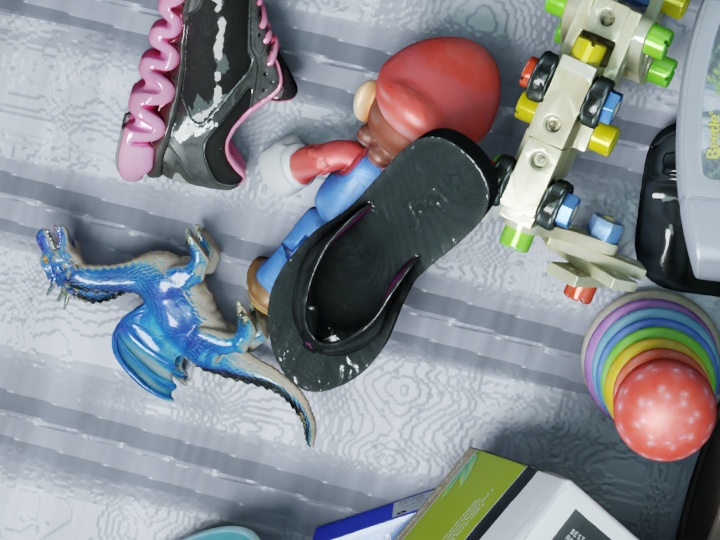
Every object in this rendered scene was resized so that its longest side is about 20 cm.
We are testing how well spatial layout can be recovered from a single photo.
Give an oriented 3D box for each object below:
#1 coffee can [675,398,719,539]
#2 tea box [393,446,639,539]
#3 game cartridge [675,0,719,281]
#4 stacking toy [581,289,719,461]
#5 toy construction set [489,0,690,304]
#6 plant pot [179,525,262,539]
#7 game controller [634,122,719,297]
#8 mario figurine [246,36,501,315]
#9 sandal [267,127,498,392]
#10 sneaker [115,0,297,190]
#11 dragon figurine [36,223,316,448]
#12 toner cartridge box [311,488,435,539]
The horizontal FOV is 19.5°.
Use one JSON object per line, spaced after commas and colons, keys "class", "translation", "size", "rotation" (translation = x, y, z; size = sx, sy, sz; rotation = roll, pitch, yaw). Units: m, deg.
{"class": "coffee can", "translation": [0.296, 0.145, 1.200], "size": [0.200, 0.146, 0.146], "rotation": [18, 99, 2]}
{"class": "tea box", "translation": [0.118, 0.216, 1.169], "size": [0.200, 0.197, 0.134], "rotation": [41, 83, -9]}
{"class": "game cartridge", "translation": [0.248, -0.089, 1.199], "size": [0.133, 0.041, 0.200], "rotation": [5, 81, 8]}
{"class": "stacking toy", "translation": [0.166, 0.067, 1.173], "size": [0.085, 0.200, 0.085], "rotation": [1, 99, 6]}
{"class": "toy construction set", "translation": [0.126, -0.079, 1.193], "size": [0.092, 0.131, 0.200], "rotation": [10, 99, 15]}
{"class": "plant pot", "translation": [-0.082, 0.288, 1.241], "size": [0.200, 0.200, 0.188], "rotation": [-35, 108, 9]}
{"class": "game controller", "translation": [0.264, -0.029, 1.238], "size": [0.200, 0.042, 0.104], "rotation": [7, 113, 5]}
{"class": "mario figurine", "translation": [0.019, -0.052, 1.248], "size": [0.123, 0.106, 0.200], "rotation": [21, 114, -34]}
{"class": "sandal", "translation": [0.000, -0.001, 1.176], "size": [0.075, 0.048, 0.200], "rotation": [41, 126, 5]}
{"class": "sneaker", "translation": [-0.077, -0.137, 1.238], "size": [0.095, 0.079, 0.200], "rotation": [17, 107, -4]}
{"class": "dragon figurine", "translation": [-0.112, 0.040, 1.268], "size": [0.099, 0.059, 0.200], "rotation": [-36, 93, 9]}
{"class": "toner cartridge box", "translation": [0.046, 0.241, 1.290], "size": [0.095, 0.043, 0.200], "rotation": [-19, 96, 8]}
